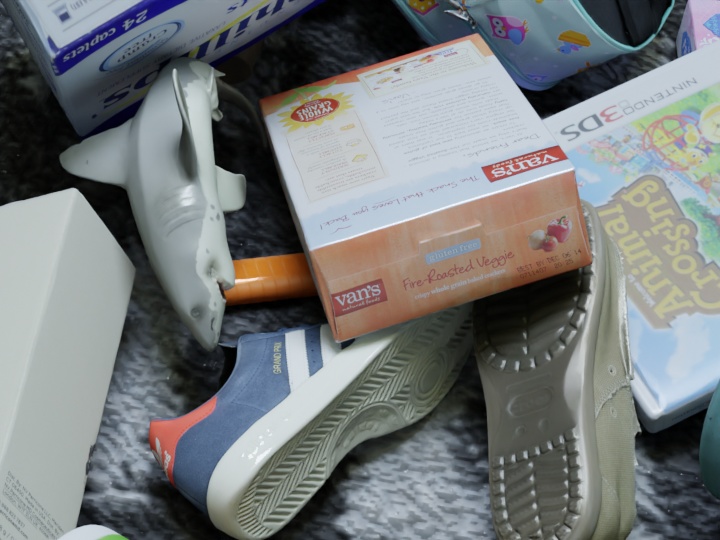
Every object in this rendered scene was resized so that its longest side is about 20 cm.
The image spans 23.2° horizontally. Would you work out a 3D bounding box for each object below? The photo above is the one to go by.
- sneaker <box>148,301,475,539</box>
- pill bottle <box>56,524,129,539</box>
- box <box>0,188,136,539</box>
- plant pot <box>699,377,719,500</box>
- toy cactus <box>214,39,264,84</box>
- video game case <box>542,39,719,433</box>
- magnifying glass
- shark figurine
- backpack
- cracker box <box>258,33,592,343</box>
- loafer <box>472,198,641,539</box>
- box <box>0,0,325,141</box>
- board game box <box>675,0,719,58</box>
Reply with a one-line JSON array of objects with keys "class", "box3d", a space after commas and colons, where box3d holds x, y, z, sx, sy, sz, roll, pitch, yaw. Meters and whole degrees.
[{"class": "sneaker", "box3d": [-0.023, 0.050, 0.879, 0.084, 0.076, 0.199, 27, 44, 33]}, {"class": "pill bottle", "box3d": [-0.058, 0.200, 0.716, 0.199, 0.112, 0.111, 28, 52, 16]}, {"class": "box", "box3d": [-0.170, 0.061, 0.833, 0.081, 0.069, 0.201, -12, 45, 22]}, {"class": "plant pot", "box3d": [0.268, 0.093, 0.809, 0.199, 0.201, 0.187, -34, 47, -31]}, {"class": "toy cactus", "box3d": [-0.067, -0.194, 1.078, 0.198, 0.102, 0.166, 12, 58, -10]}, {"class": "video game case", "box3d": [0.185, -0.029, 0.955, 0.181, 0.022, 0.201, -24, 56, -9]}, {"class": "magnifying glass", "box3d": [0.000, 0.000, 0.958, 0.198, 0.023, 0.080, -5, 50, -14]}, {"class": "shark figurine", "box3d": [-0.108, -0.068, 0.908, 0.089, 0.129, 0.215, -12, 35, 7]}, {"class": "backpack", "box3d": [0.095, -0.209, 1.050, 0.200, 0.153, 0.176, 45, 42, -18]}, {"class": "cracker box", "box3d": [0.027, -0.049, 0.913, 0.133, 0.058, 0.200, -16, 27, -2]}, {"class": "loafer", "box3d": [0.101, 0.059, 0.879, 0.075, 0.068, 0.202, -13, 55, 31]}, {"class": "box", "box3d": [-0.103, -0.175, 0.934, 0.183, 0.200, 0.105, -31, 86, -7]}, {"class": "board game box", "box3d": [0.296, -0.075, 1.044, 0.198, 0.041, 0.201, 4, 49, -3]}]
